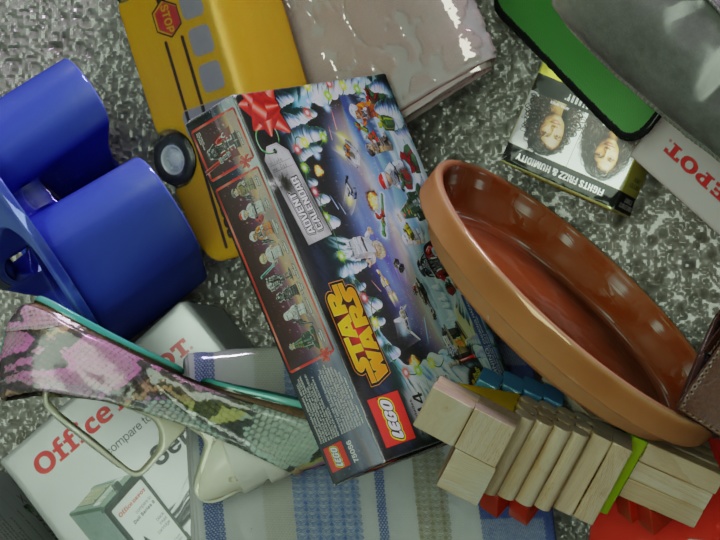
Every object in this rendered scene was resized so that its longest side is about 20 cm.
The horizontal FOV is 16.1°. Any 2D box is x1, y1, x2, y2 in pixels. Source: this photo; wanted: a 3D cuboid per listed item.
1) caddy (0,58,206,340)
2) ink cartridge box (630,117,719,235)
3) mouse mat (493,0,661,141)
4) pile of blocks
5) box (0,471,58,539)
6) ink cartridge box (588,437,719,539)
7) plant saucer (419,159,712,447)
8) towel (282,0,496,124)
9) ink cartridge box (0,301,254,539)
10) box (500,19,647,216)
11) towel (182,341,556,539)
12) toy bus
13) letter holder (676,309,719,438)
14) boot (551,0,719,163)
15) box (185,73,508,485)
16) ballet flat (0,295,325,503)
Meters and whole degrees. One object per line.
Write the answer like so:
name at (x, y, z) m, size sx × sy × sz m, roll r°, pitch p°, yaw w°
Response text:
caddy at (-0.164, -0.025, 1.400) m, size 0.105 × 0.200 × 0.142 m, roll -34°, pitch 77°, yaw -7°
ink cartridge box at (0.259, -0.092, 1.320) m, size 0.145 × 0.084 × 0.200 m, roll 43°, pitch 122°, yaw 11°
mouse mat at (0.161, -0.184, 1.349) m, size 0.200 × 0.008 × 0.161 m, roll -54°, pitch 43°, yaw 15°
pile of blocks at (0.097, 0.097, 1.311) m, size 0.062 × 0.199 × 0.082 m, roll -63°, pitch 36°, yaw 17°
box at (-0.234, 0.248, 1.408) m, size 0.199 × 0.171 × 0.200 m, roll -44°, pitch 79°, yaw 7°
ink cartridge box at (0.201, 0.169, 1.335) m, size 0.173 × 0.044 × 0.201 m, roll 7°, pitch 62°, yaw 9°
plant saucer at (0.107, 0.020, 1.329) m, size 0.200 × 0.200 × 0.032 m, roll 44°, pitch 106°, yaw 11°
towel at (-0.034, -0.162, 1.416) m, size 0.191 × 0.032 × 0.201 m, roll -30°, pitch 81°, yaw 36°
ink cartridge box at (-0.082, 0.138, 1.423) m, size 0.146 × 0.084 × 0.200 m, roll -41°, pitch 80°, yaw 6°
box at (0.152, -0.135, 1.401) m, size 0.075 × 0.050 × 0.201 m, roll 25°, pitch 92°, yaw 15°
towel at (0.004, 0.109, 1.364) m, size 0.199 × 0.024 × 0.148 m, roll -2°, pitch 69°, yaw -11°
toy bus at (-0.077, -0.109, 1.398) m, size 0.078 × 0.065 × 0.201 m, roll -17°, pitch 90°, yaw 38°
letter holder at (0.283, 0.051, 1.262) m, size 0.200 × 0.101 × 0.142 m, roll 33°, pitch 119°, yaw 2°
boot at (0.217, -0.116, 1.247) m, size 0.181 × 0.073 × 0.200 m, roll -33°, pitch 60°, yaw -1°
box at (0.000, 0.000, 1.318) m, size 0.040 × 0.137 × 0.201 m, roll -27°, pitch 83°, yaw 36°
ballet flat at (-0.094, 0.077, 1.314) m, size 0.199 × 0.069 × 0.071 m, roll 20°, pitch 83°, yaw -6°
